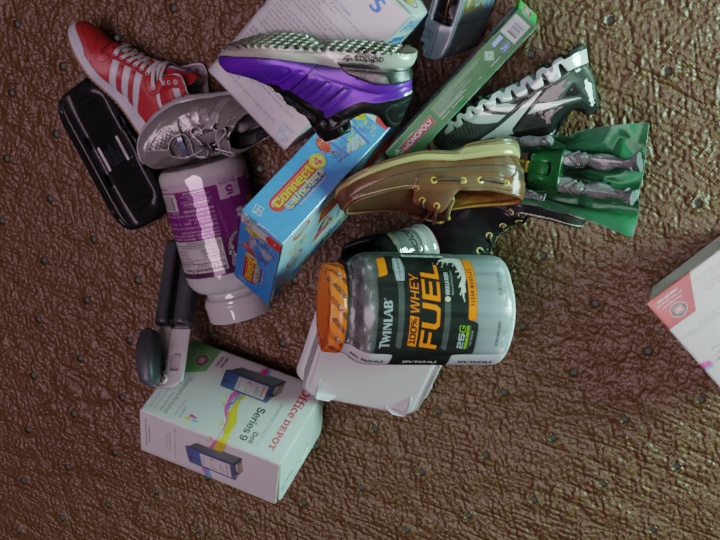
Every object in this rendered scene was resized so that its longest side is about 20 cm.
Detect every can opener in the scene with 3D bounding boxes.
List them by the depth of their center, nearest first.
[{"bbox_3d":[-0.245,0.051,1.339,0.053,0.067,0.201,-1,73,20],"label":"can opener"}]

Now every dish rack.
[{"bbox_3d":[0.017,0.109,1.263,0.171,0.044,0.200,13,137,-6],"label":"dish rack"}]

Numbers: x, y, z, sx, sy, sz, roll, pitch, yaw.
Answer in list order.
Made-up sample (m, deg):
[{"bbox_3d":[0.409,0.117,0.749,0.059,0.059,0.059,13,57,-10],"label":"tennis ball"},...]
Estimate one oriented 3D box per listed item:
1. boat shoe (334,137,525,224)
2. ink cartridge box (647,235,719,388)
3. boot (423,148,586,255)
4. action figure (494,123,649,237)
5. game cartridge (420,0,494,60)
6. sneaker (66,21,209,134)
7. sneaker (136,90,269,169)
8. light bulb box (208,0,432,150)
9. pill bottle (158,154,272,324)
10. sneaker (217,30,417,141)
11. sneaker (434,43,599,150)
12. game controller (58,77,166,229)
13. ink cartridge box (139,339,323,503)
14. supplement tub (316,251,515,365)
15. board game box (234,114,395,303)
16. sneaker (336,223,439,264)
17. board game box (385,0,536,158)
[{"bbox_3d":[0.075,-0.083,1.071,0.199,0.072,0.068,-12,75,-8],"label":"boat shoe"},{"bbox_3d":[0.428,0.069,1.154,0.116,0.067,0.200,-41,89,26],"label":"ink cartridge box"},{"bbox_3d":[0.155,-0.045,1.211,0.200,0.073,0.151,20,112,17],"label":"boot"},{"bbox_3d":[0.197,-0.107,1.116,0.199,0.055,0.119,8,88,27],"label":"action figure"},{"bbox_3d":[0.122,-0.324,1.098,0.041,0.133,0.200,25,115,19],"label":"game cartridge"},{"bbox_3d":[-0.266,-0.250,1.297,0.112,0.071,0.200,-35,101,30],"label":"sneaker"},{"bbox_3d":[-0.175,-0.169,1.246,0.200,0.082,0.075,-23,133,5],"label":"sneaker"},{"bbox_3d":[-0.027,-0.258,1.138,0.125,0.198,0.200,46,115,-2],"label":"light bulb box"},{"bbox_3d":[-0.174,-0.039,1.310,0.112,0.112,0.201,-8,105,22],"label":"pill bottle"},{"bbox_3d":[-0.046,-0.176,1.026,0.199,0.070,0.100,8,115,14],"label":"sneaker"},{"bbox_3d":[0.177,-0.167,1.167,0.200,0.066,0.091,-26,95,23],"label":"sneaker"},{"bbox_3d":[-0.321,-0.151,1.361,0.104,0.042,0.200,-22,99,34],"label":"game controller"},{"bbox_3d":[-0.163,0.193,1.355,0.199,0.145,0.088,21,133,12],"label":"ink cartridge box"},{"bbox_3d":[0.056,0.042,1.134,0.199,0.123,0.123,1,110,-11],"label":"supplement tub"},{"bbox_3d":[-0.052,-0.079,1.162,0.056,0.200,0.196,39,159,6],"label":"board game box"},{"bbox_3d":[0.000,0.000,1.248,0.200,0.087,0.074,-28,75,47],"label":"sneaker"},{"bbox_3d":[0.110,-0.203,1.130,0.029,0.135,0.200,42,110,-6],"label":"board game box"}]
